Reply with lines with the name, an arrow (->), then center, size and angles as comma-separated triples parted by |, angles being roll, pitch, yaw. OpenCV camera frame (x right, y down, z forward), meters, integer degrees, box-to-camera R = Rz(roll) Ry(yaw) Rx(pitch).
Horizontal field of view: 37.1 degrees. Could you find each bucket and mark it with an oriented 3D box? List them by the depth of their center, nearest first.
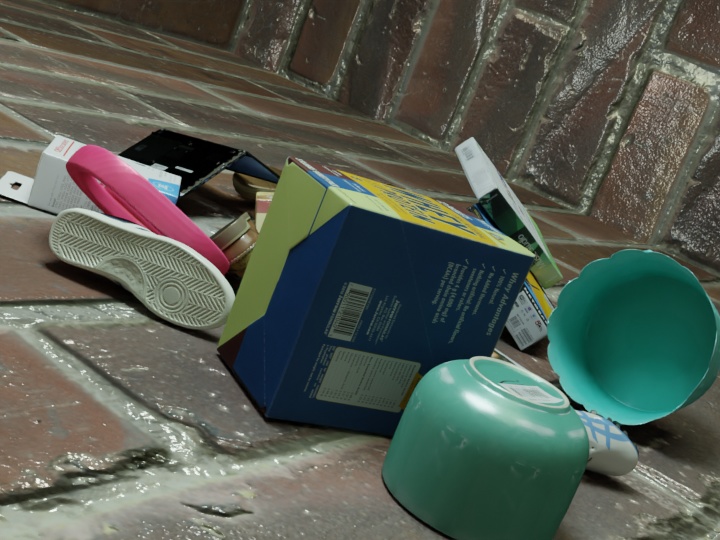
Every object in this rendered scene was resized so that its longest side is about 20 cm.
bucket -> 0.334, 0.082, 1.280 | 0.207, 0.207, 0.135 | 28, 5, 27

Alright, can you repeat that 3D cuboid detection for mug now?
mug -> 0.108, 0.136, 0.883 | 0.152, 0.114, 0.185 | 21, 14, 0

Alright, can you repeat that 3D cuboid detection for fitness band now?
fitness band -> -0.221, -0.057, 1.123 | 0.200, 0.037, 0.144 | 43, -17, -19

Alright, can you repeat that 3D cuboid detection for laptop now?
laptop -> -0.232, -0.131, 1.513 | 0.177, 0.103, 0.200 | 18, 43, 35

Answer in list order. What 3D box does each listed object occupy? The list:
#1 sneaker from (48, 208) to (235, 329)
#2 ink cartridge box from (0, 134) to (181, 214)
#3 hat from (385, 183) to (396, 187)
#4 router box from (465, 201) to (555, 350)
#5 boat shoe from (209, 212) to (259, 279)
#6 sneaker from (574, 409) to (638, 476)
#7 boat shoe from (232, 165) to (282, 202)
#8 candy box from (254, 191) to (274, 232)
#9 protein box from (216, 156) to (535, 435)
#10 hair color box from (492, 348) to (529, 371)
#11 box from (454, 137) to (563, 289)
sneaker -> -0.204, -0.006, 1.060 | 0.200, 0.075, 0.085 | 29, 5, 10
ink cartridge box -> -0.319, -0.102, 1.267 | 0.200, 0.068, 0.116 | 18, 13, -13
hat -> 0.058, -0.019, 1.469 | 0.081, 0.201, 0.201 | -35, 42, -19
router box -> 0.197, 0.002, 1.479 | 0.200, 0.051, 0.149 | 58, 17, 1
boat shoe -> -0.142, -0.021, 1.247 | 0.068, 0.072, 0.200 | 52, 1, -8
sneaker -> 0.179, 0.160, 1.036 | 0.200, 0.072, 0.073 | 25, 46, -13
boat shoe -> -0.122, -0.118, 1.682 | 0.200, 0.063, 0.073 | 4, 37, -44
candy box -> -0.083, -0.072, 1.425 | 0.115, 0.055, 0.200 | 2, 7, -6
protein box -> 0.011, 0.030, 0.970 | 0.200, 0.199, 0.135 | 14, 16, -32
hair color box -> 0.073, 0.085, 1.152 | 0.099, 0.061, 0.200 | 8, 19, -45
box -> 0.213, -0.081, 1.534 | 0.200, 0.036, 0.144 | 47, 17, -32
